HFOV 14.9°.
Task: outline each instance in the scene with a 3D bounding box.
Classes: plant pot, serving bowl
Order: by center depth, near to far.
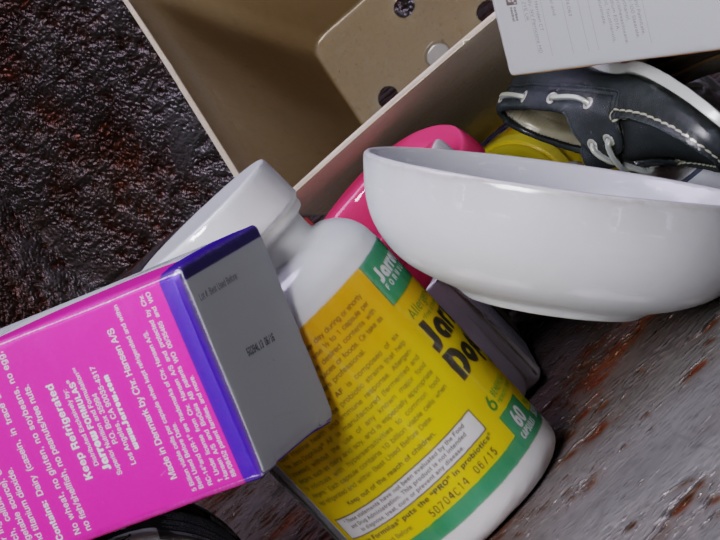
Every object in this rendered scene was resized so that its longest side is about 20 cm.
[{"bbox_3d":[0.096,-0.014,1.327,0.200,0.200,0.066,-124,42,-82],"label":"serving bowl"},{"bbox_3d":[0.009,-0.151,1.643,0.200,0.200,0.177,-41,-26,16],"label":"plant pot"}]

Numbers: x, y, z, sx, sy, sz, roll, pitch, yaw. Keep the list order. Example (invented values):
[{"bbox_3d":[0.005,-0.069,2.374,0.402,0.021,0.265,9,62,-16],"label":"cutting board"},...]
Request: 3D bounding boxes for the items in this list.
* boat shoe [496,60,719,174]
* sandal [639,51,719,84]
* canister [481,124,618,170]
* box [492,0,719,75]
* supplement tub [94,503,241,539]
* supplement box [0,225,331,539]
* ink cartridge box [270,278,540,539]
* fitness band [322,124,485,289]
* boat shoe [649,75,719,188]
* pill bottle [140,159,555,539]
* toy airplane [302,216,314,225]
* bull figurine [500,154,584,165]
[{"bbox_3d":[0.142,-0.079,1.489,0.060,0.076,0.200,-53,26,-3],"label":"boat shoe"},{"bbox_3d":[0.246,-0.130,1.492,0.200,0.055,0.082,-20,26,24],"label":"sandal"},{"bbox_3d":[0.124,-0.071,1.741,0.149,0.087,0.200,-36,9,46],"label":"canister"},{"bbox_3d":[0.179,-0.171,1.413,0.200,0.098,0.124,-4,15,37],"label":"box"},{"bbox_3d":[-0.099,0.182,1.348,0.123,0.123,0.200,-44,7,-4],"label":"supplement tub"},{"bbox_3d":[-0.131,0.067,1.250,0.200,0.103,0.101,-20,5,21],"label":"supplement box"},{"bbox_3d":[0.015,0.062,1.562,0.145,0.083,0.200,-43,8,4],"label":"ink cartridge box"},{"bbox_3d":[0.000,0.000,1.474,0.144,0.037,0.200,-33,22,56],"label":"fitness band"},{"bbox_3d":[0.173,-0.092,1.576,0.075,0.086,0.202,-44,10,3],"label":"boat shoe"},{"bbox_3d":[-0.009,0.047,1.327,0.113,0.200,0.113,-42,7,7],"label":"pill bottle"},{"bbox_3d":[-0.018,0.032,1.820,0.200,0.141,0.199,-1,36,18],"label":"toy airplane"},{"bbox_3d":[0.092,-0.028,1.513,0.200,0.121,0.065,-142,55,-68],"label":"bull figurine"}]
